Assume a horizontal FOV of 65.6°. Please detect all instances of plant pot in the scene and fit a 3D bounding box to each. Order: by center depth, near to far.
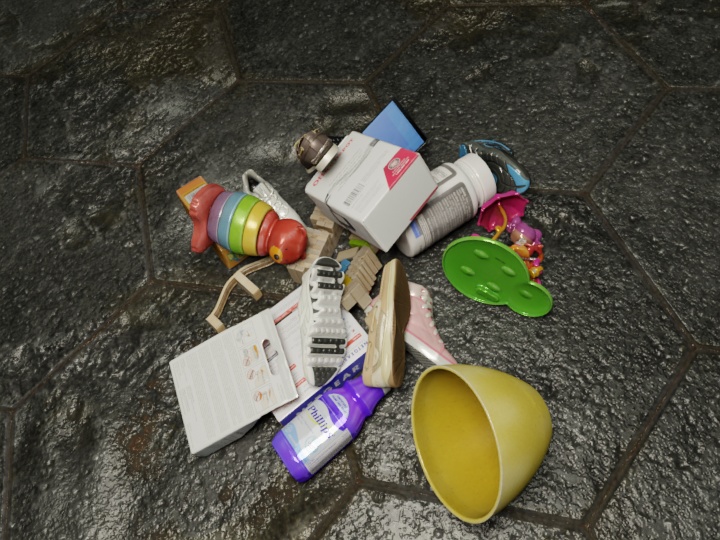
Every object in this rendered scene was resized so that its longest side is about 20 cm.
[{"bbox_3d":[0.180,0.222,0.776,0.138,0.202,0.203,-7,52,-27],"label":"plant pot"}]

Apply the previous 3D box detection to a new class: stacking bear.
[{"bbox_3d":[-0.188,-0.072,0.992,0.195,0.124,0.115,19,41,8],"label":"stacking bear"}]

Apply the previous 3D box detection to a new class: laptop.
[{"bbox_3d":[0.005,-0.264,1.124,0.194,0.105,0.179,-4,43,-23],"label":"laptop"}]

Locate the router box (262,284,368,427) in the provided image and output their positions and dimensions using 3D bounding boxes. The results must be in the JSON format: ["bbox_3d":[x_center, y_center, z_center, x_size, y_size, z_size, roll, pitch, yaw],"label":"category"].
[{"bbox_3d":[-0.098,0.133,0.948,0.198,0.049,0.180,-36,59,-12],"label":"router box"}]

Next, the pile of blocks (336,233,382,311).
[{"bbox_3d":[0.000,0.000,1.003,0.080,0.063,0.203,-12,42,35],"label":"pile of blocks"}]

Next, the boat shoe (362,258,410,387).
[{"bbox_3d":[0.035,0.078,0.869,0.063,0.071,0.205,-7,62,27],"label":"boat shoe"}]

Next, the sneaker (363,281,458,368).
[{"bbox_3d":[0.104,0.087,0.921,0.199,0.076,0.105,36,76,32],"label":"sneaker"}]

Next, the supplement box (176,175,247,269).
[{"bbox_3d":[-0.292,-0.098,1.118,0.068,0.067,0.201,-32,59,-15],"label":"supplement box"}]

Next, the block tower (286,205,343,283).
[{"bbox_3d":[-0.072,-0.070,1.067,0.053,0.058,0.204,13,64,18],"label":"block tower"}]

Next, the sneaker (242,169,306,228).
[{"bbox_3d":[-0.177,-0.121,1.098,0.074,0.088,0.199,-40,61,-17],"label":"sneaker"}]

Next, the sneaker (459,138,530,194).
[{"bbox_3d":[0.266,-0.208,1.055,0.080,0.075,0.201,-19,37,-14],"label":"sneaker"}]

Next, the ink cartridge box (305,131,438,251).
[{"bbox_3d":[0.013,-0.142,0.960,0.146,0.083,0.199,-50,40,-6],"label":"ink cartridge box"}]

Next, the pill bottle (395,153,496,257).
[{"bbox_3d":[0.144,-0.123,1.024,0.197,0.115,0.115,-32,58,-10],"label":"pill bottle"}]

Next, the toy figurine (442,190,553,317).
[{"bbox_3d":[0.259,-0.048,0.961,0.197,0.151,0.186,30,55,2],"label":"toy figurine"}]

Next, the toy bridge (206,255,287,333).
[{"bbox_3d":[-0.212,0.027,1.047,0.067,0.027,0.200,33,69,28],"label":"toy bridge"}]

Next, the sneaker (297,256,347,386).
[{"bbox_3d":[-0.068,0.085,0.906,0.080,0.074,0.206,-21,61,51],"label":"sneaker"}]

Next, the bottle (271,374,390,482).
[{"bbox_3d":[-0.040,0.231,0.866,0.198,0.066,0.084,-38,58,-13],"label":"bottle"}]

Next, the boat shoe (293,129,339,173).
[{"bbox_3d":[-0.087,-0.219,1.009,0.072,0.059,0.200,-50,16,2],"label":"boat shoe"}]

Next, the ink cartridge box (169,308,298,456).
[{"bbox_3d":[-0.203,0.180,0.908,0.196,0.047,0.163,-28,64,5],"label":"ink cartridge box"}]
